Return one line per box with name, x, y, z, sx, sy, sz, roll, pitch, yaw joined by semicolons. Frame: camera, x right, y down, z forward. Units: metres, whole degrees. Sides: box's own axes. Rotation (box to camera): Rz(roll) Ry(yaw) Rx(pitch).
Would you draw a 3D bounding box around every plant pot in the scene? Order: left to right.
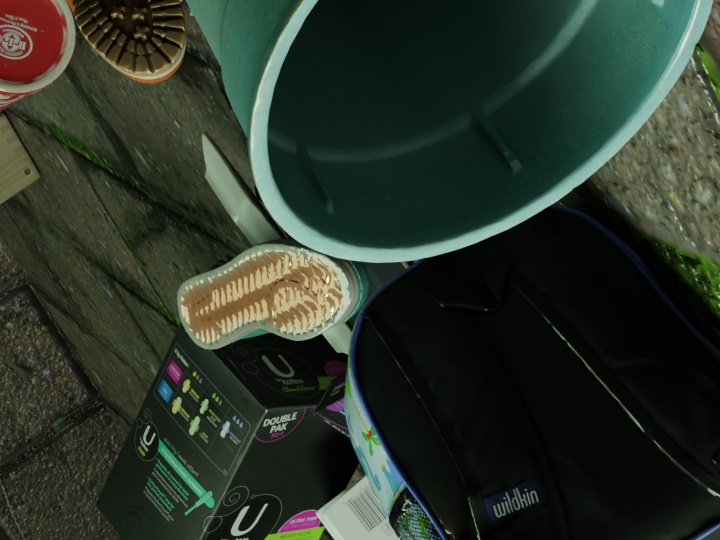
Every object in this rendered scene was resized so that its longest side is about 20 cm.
plant pot;0.004;-0.142;0.868;0.196;0.200;0.200;55;169;34

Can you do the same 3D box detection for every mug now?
mug;-0.352;-0.200;1.981;0.200;0.177;0.134;5;113;67

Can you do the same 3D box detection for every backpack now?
backpack;0.090;0.085;1.112;0.200;0.183;0.147;55;167;20

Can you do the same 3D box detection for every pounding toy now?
pounding toy;-0.495;-0.104;2.669;0.200;0.184;0.142;38;159;51

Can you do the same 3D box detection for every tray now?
tray;-0.057;-0.010;1.636;0.200;0.022;0.107;53;-179;-39

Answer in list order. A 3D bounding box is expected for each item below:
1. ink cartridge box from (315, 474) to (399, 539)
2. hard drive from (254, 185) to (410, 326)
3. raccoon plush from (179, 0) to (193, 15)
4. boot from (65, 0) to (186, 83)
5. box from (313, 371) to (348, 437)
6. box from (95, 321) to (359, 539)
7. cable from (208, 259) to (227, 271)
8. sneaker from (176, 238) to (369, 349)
ink cartridge box;0.056;0.241;1.759;0.176;0.084;0.200;52;178;9
hard drive;0.000;0.000;1.536;0.200;0.033;0.140;54;167;3
raccoon plush;-0.050;-0.199;1.194;0.134;0.097;0.200;54;-153;-76
boot;-0.170;-0.187;1.601;0.200;0.075;0.107;55;173;39
box;0.048;0.118;1.550;0.143;0.036;0.200;32;169;-4
box;-0.096;0.147;1.789;0.124;0.148;0.200;45;120;34
cable;-0.113;0.058;2.032;0.097;0.050;0.200;51;165;19
sneaker;-0.046;0.008;1.518;0.200;0.080;0.071;-10;100;54
